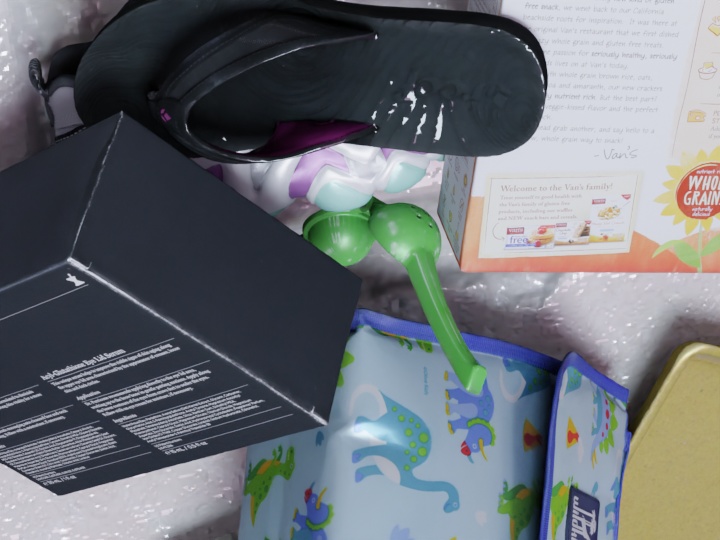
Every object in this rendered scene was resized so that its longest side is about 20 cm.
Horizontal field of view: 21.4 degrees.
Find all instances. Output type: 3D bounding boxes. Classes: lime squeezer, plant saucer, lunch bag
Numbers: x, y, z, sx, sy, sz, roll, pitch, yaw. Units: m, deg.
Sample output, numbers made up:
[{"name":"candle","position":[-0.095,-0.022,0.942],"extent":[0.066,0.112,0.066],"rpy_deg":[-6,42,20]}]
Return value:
[{"name":"lime squeezer","position":[0.000,0.000,0.874],"extent":[0.038,0.200,0.071],"rpy_deg":[4,98,-41]},{"name":"plant saucer","position":[0.213,0.127,1.072],"extent":[0.200,0.048,0.200],"rpy_deg":[14,118,-23]},{"name":"lunch bag","position":[0.049,0.122,0.941],"extent":[0.200,0.127,0.170],"rpy_deg":[15,74,-31]}]

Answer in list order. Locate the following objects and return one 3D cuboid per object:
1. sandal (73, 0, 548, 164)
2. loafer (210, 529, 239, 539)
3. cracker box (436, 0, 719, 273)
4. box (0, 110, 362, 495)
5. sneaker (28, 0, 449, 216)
[{"name":"sandal","position":[-0.026,-0.075,0.769],"extent":[0.200,0.048,0.075],"rpy_deg":[0,119,13]},{"name":"loafer","position":[-0.011,0.158,1.026],"extent":[0.200,0.070,0.070],"rpy_deg":[-15,145,-7]},{"name":"cracker box","position":[0.114,-0.097,0.809],"extent":[0.134,0.058,0.200],"rpy_deg":[1,122,-12]},{"name":"box","position":[-0.121,0.023,0.835],"extent":[0.141,0.079,0.200],"rpy_deg":[33,146,-33]},{"name":"sneaker","position":[-0.048,-0.092,0.840],"extent":[0.200,0.078,0.140],"rpy_deg":[-19,126,-3]}]
